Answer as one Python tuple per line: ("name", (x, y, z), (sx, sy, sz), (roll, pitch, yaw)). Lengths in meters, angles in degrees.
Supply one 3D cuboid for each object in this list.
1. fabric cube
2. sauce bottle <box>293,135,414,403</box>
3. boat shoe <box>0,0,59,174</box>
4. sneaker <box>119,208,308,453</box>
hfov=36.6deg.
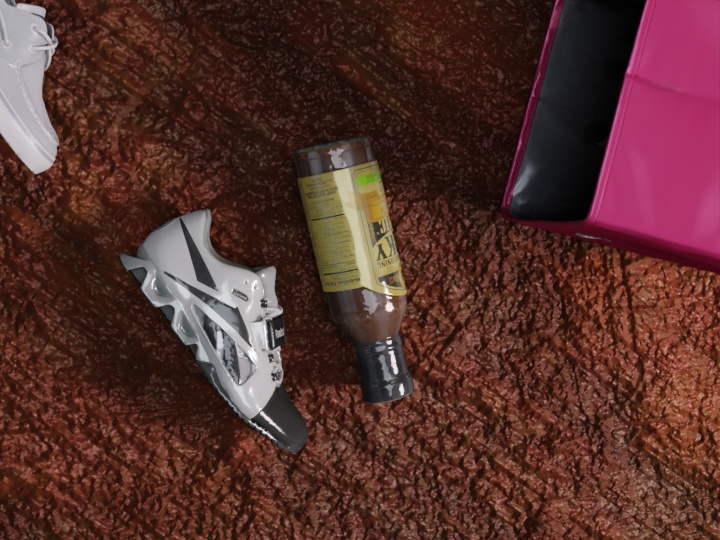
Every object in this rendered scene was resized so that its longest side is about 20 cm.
("fabric cube", (0.242, -0.105, 0.791), (0.198, 0.196, 0.201), (15, 92, -11))
("sauce bottle", (0.000, 0.000, 0.831), (0.064, 0.065, 0.201), (-14, 99, -7))
("boat shoe", (-0.256, -0.170, 0.779), (0.068, 0.072, 0.201), (-26, 89, -5))
("sneaker", (-0.086, 0.044, 0.815), (0.088, 0.074, 0.200), (-36, 99, -2))
